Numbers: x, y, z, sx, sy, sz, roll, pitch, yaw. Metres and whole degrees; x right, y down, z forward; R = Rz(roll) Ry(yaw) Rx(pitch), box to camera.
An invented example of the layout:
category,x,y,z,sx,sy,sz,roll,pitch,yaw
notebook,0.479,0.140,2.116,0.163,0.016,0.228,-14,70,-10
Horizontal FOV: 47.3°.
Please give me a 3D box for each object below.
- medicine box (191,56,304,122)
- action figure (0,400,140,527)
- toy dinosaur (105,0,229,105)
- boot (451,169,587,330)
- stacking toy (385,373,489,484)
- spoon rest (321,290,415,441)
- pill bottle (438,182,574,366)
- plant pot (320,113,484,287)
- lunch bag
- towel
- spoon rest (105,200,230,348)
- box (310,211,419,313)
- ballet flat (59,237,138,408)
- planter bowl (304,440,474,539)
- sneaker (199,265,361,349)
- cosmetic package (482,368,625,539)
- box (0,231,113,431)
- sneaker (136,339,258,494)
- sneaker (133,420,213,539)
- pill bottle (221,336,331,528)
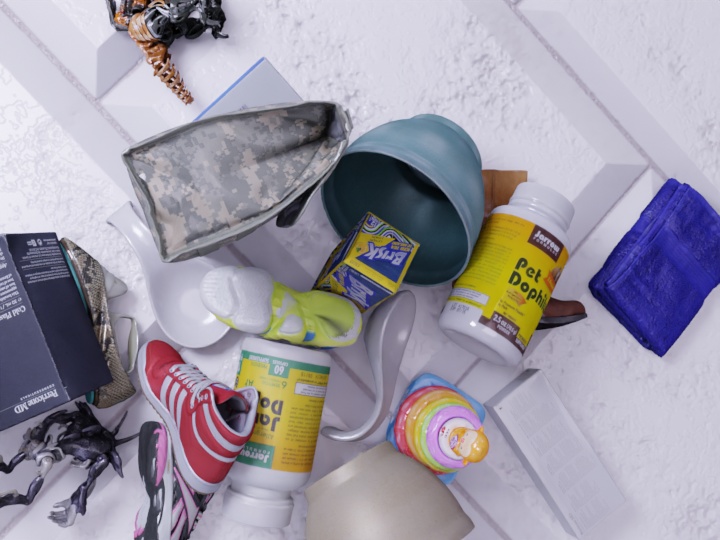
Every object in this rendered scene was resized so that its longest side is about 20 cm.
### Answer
category,x,y,z,sx,sy,sz,roll,pitch,yaw
medicine box,-0.148,-0.121,0.933,0.182,0.200,0.103,-45,98,-10
action figure,-0.349,0.219,0.927,0.198,0.103,0.119,-11,54,-47
toy dinosaur,-0.237,-0.306,1.002,0.133,0.102,0.204,-19,107,4
boot,0.206,-0.028,1.072,0.183,0.069,0.205,3,78,-2
stacking toy,0.106,0.194,0.956,0.108,0.200,0.118,31,83,-6
spoon rest,0.022,0.120,1.002,0.060,0.099,0.203,25,90,23
pill bottle,0.179,0.002,0.974,0.108,0.109,0.203,29,78,-7
plant pot,0.069,-0.101,0.988,0.199,0.200,0.135,40,56,-5
lunch bag,-0.106,-0.089,0.756,0.197,0.164,0.120,-24,98,-12
towel,0.413,-0.005,1.100,0.147,0.050,0.201,42,81,-4
spoon rest,-0.229,0.003,0.983,0.099,0.061,0.201,-41,93,-10
box,0.000,0.000,0.949,0.069,0.200,0.065,30,73,-6
ballet flat,-0.303,0.057,0.970,0.074,0.067,0.205,-13,92,-31
planter bowl,0.015,0.284,0.949,0.197,0.201,0.136,-28,75,-10
sneaker,-0.095,0.057,0.986,0.196,0.105,0.077,17,71,6
cosmetic package,0.247,0.232,1.054,0.082,0.051,0.202,-33,92,-12
box,-0.405,0.081,0.896,0.196,0.104,0.186,-22,89,11
sneaker,-0.182,0.134,0.926,0.113,0.070,0.202,-51,57,28
sneaker,-0.210,0.277,0.962,0.085,0.080,0.205,1,98,-35
pill bottle,-0.104,0.188,0.965,0.110,0.113,0.205,12,85,-9
